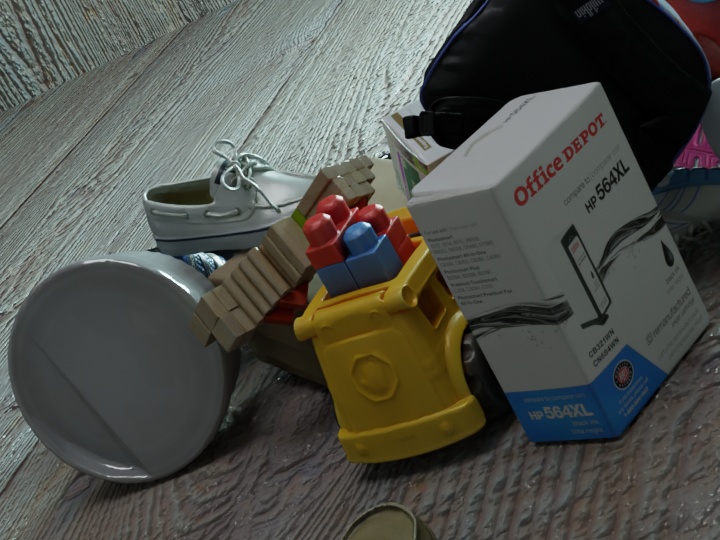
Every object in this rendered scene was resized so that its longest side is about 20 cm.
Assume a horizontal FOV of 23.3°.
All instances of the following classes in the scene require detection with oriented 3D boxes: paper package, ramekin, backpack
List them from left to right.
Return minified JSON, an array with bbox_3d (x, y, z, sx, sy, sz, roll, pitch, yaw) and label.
[{"bbox_3d":[-0.196,0.075,1.509,0.201,0.203,0.094,-22,8,19],"label":"ramekin"},{"bbox_3d":[0.000,0.000,1.516,0.200,0.104,0.190,-39,27,-22],"label":"paper package"},{"bbox_3d":[0.160,-0.143,1.299,0.200,0.190,0.154,-54,0,20],"label":"backpack"}]

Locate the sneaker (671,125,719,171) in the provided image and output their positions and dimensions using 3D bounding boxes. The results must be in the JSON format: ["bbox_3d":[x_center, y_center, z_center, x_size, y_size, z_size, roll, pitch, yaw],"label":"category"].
[{"bbox_3d":[0.228,-0.095,1.499,0.199,0.089,0.081,12,48,30],"label":"sneaker"}]

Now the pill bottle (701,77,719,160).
[{"bbox_3d":[0.358,-0.142,1.325,0.199,0.113,0.112,-25,15,-25],"label":"pill bottle"}]

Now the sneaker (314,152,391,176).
[{"bbox_3d":[0.036,-0.074,1.685,0.199,0.082,0.073,-20,3,-31],"label":"sneaker"}]

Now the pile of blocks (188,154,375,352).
[{"bbox_3d":[-0.049,-0.001,1.389,0.200,0.062,0.082,-45,-17,15],"label":"pile of blocks"}]

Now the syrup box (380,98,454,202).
[{"bbox_3d":[0.123,-0.121,1.433,0.199,0.079,0.081,-29,45,-14],"label":"syrup box"}]

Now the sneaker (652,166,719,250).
[{"bbox_3d":[0.232,-0.031,1.363,0.199,0.087,0.075,-3,-16,24],"label":"sneaker"}]

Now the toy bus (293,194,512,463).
[{"bbox_3d":[0.034,0.018,1.311,0.135,0.193,0.200,-19,19,32],"label":"toy bus"}]

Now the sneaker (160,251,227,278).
[{"bbox_3d":[-0.199,0.062,1.613,0.077,0.085,0.201,20,79,50],"label":"sneaker"}]

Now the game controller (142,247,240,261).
[{"bbox_3d":[-0.153,0.020,1.717,0.199,0.105,0.042,-10,26,44],"label":"game controller"}]

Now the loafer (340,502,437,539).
[{"bbox_3d":[0.004,0.197,1.074,0.076,0.068,0.200,-23,19,16],"label":"loafer"}]

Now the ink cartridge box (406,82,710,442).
[{"bbox_3d":[0.139,-0.006,1.196,0.084,0.201,0.146,-7,28,47],"label":"ink cartridge box"}]

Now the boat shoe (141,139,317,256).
[{"bbox_3d":[-0.109,-0.073,1.540,0.201,0.086,0.075,-7,31,31],"label":"boat shoe"}]

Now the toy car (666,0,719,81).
[{"bbox_3d":[0.272,-0.181,1.544,0.200,0.177,0.184,-43,2,4],"label":"toy car"}]
